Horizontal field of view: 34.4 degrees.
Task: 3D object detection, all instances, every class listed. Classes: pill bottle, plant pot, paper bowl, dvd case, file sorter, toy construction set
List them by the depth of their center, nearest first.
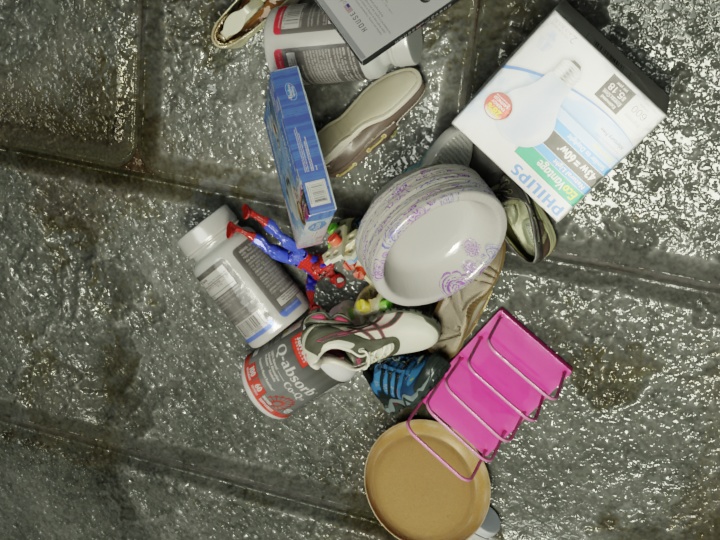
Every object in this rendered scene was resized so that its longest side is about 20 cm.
[{"bbox_3d":[0.042,-0.381,1.514,0.200,0.025,0.150,-34,78,-2],"label":"dvd case"},{"bbox_3d":[0.087,-0.057,1.554,0.201,0.200,0.104,-56,45,26],"label":"paper bowl"},{"bbox_3d":[-0.022,-0.313,1.582,0.199,0.111,0.111,-1,108,19],"label":"pill bottle"},{"bbox_3d":[0.000,0.000,1.663,0.092,0.131,0.200,-1,141,30],"label":"toy construction set"},{"bbox_3d":[0.183,0.186,1.685,0.139,0.125,0.200,41,116,1],"label":"file sorter"},{"bbox_3d":[0.098,0.322,1.743,0.200,0.200,0.027,36,149,3],"label":"plant pot"},{"bbox_3d":[-0.178,0.007,1.747,0.114,0.114,0.200,-35,95,25],"label":"pill bottle"},{"bbox_3d":[-0.074,0.132,1.756,0.200,0.116,0.116,-34,96,25],"label":"pill bottle"}]

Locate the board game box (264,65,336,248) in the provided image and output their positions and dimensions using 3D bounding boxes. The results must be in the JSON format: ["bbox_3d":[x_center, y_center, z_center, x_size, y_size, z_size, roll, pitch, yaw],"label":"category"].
[{"bbox_3d":[-0.086,-0.148,1.587,0.043,0.199,0.201,-14,80,-9],"label":"board game box"}]

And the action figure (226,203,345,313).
[{"bbox_3d":[-0.098,-0.009,1.693,0.200,0.099,0.065,29,120,-29],"label":"action figure"}]

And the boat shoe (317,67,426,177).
[{"bbox_3d":[0.016,-0.206,1.637,0.200,0.072,0.059,-39,135,14],"label":"boat shoe"}]

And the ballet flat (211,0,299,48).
[{"bbox_3d":[-0.134,-0.377,1.623,0.067,0.062,0.200,47,116,-2],"label":"ballet flat"}]

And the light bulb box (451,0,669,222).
[{"bbox_3d":[0.262,-0.209,1.518,0.198,0.125,0.200,42,115,0],"label":"light bulb box"}]

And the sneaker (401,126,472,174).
[{"bbox_3d":[0.085,-0.129,1.628,0.082,0.074,0.200,53,128,36],"label":"sneaker"}]

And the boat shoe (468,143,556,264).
[{"bbox_3d":[0.204,-0.098,1.609,0.072,0.066,0.201,-28,98,28],"label":"boat shoe"}]

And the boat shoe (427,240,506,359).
[{"bbox_3d":[0.151,0.029,1.672,0.074,0.066,0.200,29,104,8],"label":"boat shoe"}]

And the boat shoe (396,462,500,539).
[{"bbox_3d":[0.115,0.361,1.807,0.202,0.075,0.086,35,126,-4],"label":"boat shoe"}]

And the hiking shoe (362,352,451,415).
[{"bbox_3d":[0.059,0.154,1.700,0.087,0.074,0.200,46,149,-1],"label":"hiking shoe"}]

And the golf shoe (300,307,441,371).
[{"bbox_3d":[0.016,0.105,1.623,0.199,0.088,0.077,-2,131,-3],"label":"golf shoe"}]
